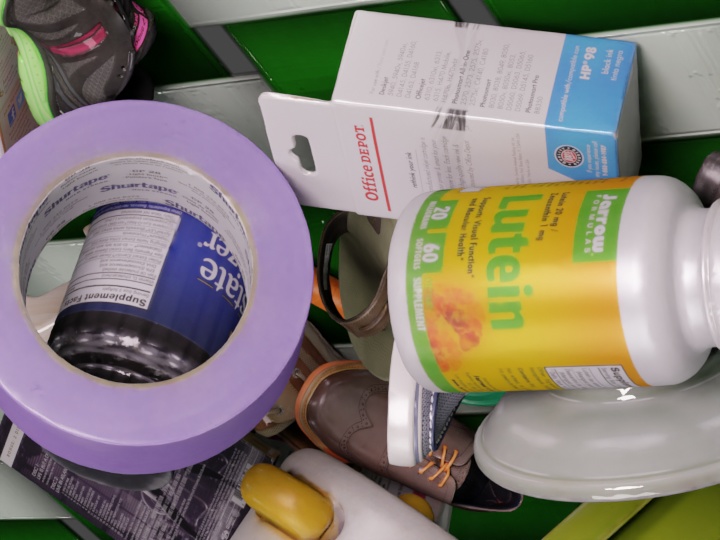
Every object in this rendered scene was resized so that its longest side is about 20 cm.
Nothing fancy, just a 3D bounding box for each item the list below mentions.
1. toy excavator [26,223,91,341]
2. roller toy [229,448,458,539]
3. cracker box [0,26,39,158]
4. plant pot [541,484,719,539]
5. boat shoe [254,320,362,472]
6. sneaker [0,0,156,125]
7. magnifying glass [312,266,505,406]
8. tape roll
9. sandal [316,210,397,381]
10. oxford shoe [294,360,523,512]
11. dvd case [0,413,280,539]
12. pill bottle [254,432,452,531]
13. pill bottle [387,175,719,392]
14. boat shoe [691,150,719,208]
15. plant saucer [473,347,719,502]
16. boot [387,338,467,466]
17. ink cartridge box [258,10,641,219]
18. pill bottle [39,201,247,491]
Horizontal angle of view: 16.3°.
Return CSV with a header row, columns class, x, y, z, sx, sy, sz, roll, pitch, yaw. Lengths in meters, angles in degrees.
class,x,y,z,sx,sy,sz,roll,pitch,yaw
toy excavator,-0.254,0.029,1.688,0.200,0.195,0.100,29,164,41
roller toy,0.000,0.209,1.678,0.200,0.140,0.182,33,172,6
cracker box,-0.266,-0.137,1.444,0.133,0.058,0.200,10,140,12
plant pot,0.207,0.241,1.720,0.181,0.200,0.199,45,155,16
boat shoe,-0.057,0.076,1.716,0.200,0.072,0.076,34,146,-29
sneaker,-0.158,-0.148,1.402,0.083,0.077,0.200,-2,154,6
magnifying glass,0.020,0.037,1.668,0.200,0.022,0.080,28,149,-23
tape roll,-0.128,0.010,1.431,0.199,0.201,0.085,16,163,1
sandal,-0.001,-0.001,1.546,0.080,0.057,0.201,42,156,29
oxford shoe,0.038,0.115,1.708,0.200,0.072,0.073,26,180,-43
dvd case,-0.163,0.130,1.791,0.200,0.016,0.149,33,126,11
pill bottle,-0.039,0.181,1.842,0.199,0.114,0.114,11,150,8
pill bottle,0.125,0.007,1.336,0.199,0.111,0.111,-3,145,25
boat shoe,0.203,-0.020,1.440,0.065,0.073,0.200,41,160,8
plant saucer,0.157,0.067,1.400,0.199,0.200,0.050,-2,110,29
boot,0.073,0.033,1.459,0.090,0.200,0.073,7,139,10
ink cartridge box,0.053,-0.081,1.401,0.199,0.067,0.116,8,150,13
pill bottle,-0.126,0.027,1.536,0.111,0.201,0.112,13,151,7
